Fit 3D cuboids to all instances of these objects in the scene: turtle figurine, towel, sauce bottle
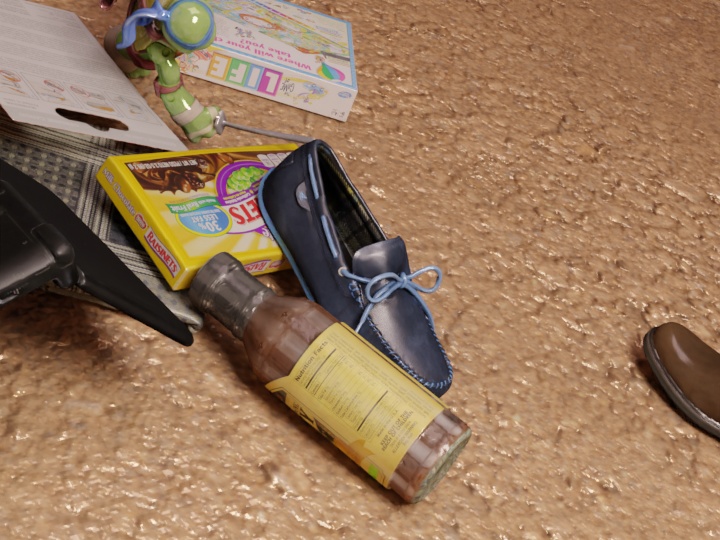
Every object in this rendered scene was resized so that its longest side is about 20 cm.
[{"bbox_3d":[-0.112,-0.178,1.039,0.198,0.146,0.194,-12,20,-24],"label":"turtle figurine"},{"bbox_3d":[-0.196,-0.042,0.925,0.198,0.035,0.194,18,36,-15],"label":"towel"},{"bbox_3d":[-0.023,0.062,0.845,0.199,0.065,0.065,39,35,17],"label":"sauce bottle"}]

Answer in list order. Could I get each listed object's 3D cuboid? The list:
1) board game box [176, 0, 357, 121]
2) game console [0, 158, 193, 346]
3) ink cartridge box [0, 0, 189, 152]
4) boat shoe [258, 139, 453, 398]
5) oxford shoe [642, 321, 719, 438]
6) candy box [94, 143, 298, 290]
[{"bbox_3d":[-0.103,-0.208,1.207,0.197,0.034,0.135,16,34,-14],"label":"board game box"},{"bbox_3d":[-0.222,-0.004,0.764,0.175,0.117,0.200,-30,45,-24],"label":"game console"},{"bbox_3d":[-0.239,-0.136,0.977,0.161,0.057,0.201,6,38,-49],"label":"ink cartridge box"},{"bbox_3d":[0.000,0.000,0.915,0.201,0.069,0.084,52,33,9],"label":"boat shoe"},{"bbox_3d":[0.300,0.093,1.000,0.199,0.085,0.072,39,37,24],"label":"oxford shoe"},{"bbox_3d":[-0.086,-0.043,0.956,0.199,0.026,0.103,-12,61,-53],"label":"candy box"}]
